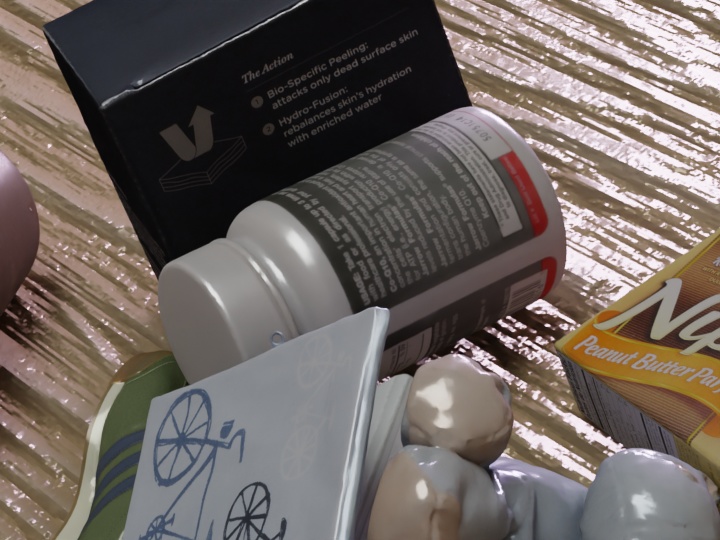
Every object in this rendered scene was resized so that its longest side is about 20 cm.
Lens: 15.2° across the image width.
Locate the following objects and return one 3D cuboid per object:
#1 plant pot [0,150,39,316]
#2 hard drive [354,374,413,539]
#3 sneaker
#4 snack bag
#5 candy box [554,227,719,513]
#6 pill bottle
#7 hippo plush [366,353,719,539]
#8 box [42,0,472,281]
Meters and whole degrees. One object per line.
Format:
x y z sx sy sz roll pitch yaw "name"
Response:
-0.286 -0.005 1.605 0.200 0.200 0.175 1 25 29 "plant pot"
-0.037 0.151 1.341 0.132 0.026 0.200 -33 25 40 "hard drive"
-0.106 0.127 1.417 0.090 0.067 0.200 -4 47 33 "sneaker"
-0.055 0.118 1.282 0.200 0.021 0.189 -26 46 46 "snack bag"
0.202 0.064 1.344 0.115 0.055 0.200 -33 37 -15 "candy box"
0.000 0.000 1.443 0.200 0.114 0.114 -25 34 -24 "pill bottle"
0.086 0.146 1.255 0.161 0.200 0.159 14 69 7 "hippo plush"
-0.046 -0.085 1.545 0.197 0.200 0.117 -28 36 -9 "box"
